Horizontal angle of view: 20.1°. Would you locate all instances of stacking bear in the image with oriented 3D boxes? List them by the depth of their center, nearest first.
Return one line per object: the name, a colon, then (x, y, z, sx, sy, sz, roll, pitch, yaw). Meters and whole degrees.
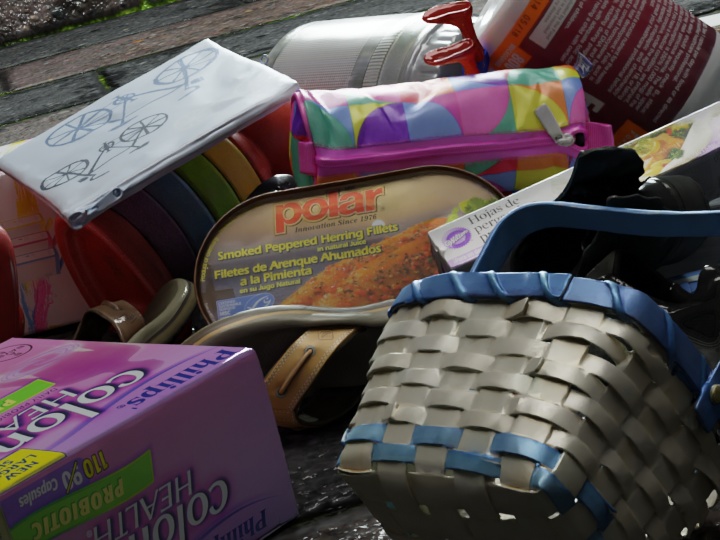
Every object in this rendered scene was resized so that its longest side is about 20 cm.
stacking bear: (-0.108, -0.055, 1.436, 0.200, 0.114, 0.121, -42, 27, -25)

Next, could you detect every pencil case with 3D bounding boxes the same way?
pencil case: (0.054, -0.084, 1.290, 0.199, 0.089, 0.088, -7, 15, -5)

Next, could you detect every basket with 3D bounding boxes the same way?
basket: (0.093, 0.047, 0.919, 0.176, 0.139, 0.200, 3, 53, 46)

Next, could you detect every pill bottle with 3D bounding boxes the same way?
pill bottle: (0.181, -0.141, 1.408, 0.114, 0.200, 0.114, -56, 6, 10)

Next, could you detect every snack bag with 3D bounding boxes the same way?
snack bag: (-0.143, -0.096, 1.391, 0.188, 0.021, 0.200, -31, 25, -14)

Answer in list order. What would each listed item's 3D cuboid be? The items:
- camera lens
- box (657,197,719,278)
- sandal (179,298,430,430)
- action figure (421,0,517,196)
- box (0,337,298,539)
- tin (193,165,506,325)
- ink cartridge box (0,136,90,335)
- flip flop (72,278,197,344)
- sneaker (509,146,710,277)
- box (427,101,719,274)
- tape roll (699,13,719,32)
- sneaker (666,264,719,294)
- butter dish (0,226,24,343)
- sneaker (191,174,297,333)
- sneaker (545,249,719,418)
camera lens: (0.027, -0.113, 1.533, 0.200, 0.160, 0.160, 2, 22, 44)
box: (0.212, -0.025, 1.253, 0.199, 0.060, 0.117, -11, 16, 13)
sandal: (-0.023, 0.061, 1.162, 0.199, 0.080, 0.054, -8, 48, -3)
action figure: (0.081, -0.093, 1.392, 0.052, 0.200, 0.066, -17, 46, 10)
box: (-0.169, 0.112, 1.037, 0.200, 0.097, 0.176, 2, 22, 42)
tin: (0.000, 0.000, 1.229, 0.199, 0.112, 0.042, -9, -20, 1)
ink cartridge box: (-0.250, -0.027, 1.538, 0.199, 0.126, 0.129, -14, 14, 5)
flip flop: (-0.156, 0.052, 1.258, 0.081, 0.058, 0.200, -56, -1, 30)
sneaker: (0.112, -0.004, 1.091, 0.104, 0.060, 0.200, -10, -23, -36)
box: (0.138, -0.039, 1.188, 0.200, 0.041, 0.039, -25, 43, -5)
tape roll: (0.297, -0.153, 1.609, 0.202, 0.071, 0.202, -13, 15, 4)
sneaker: (0.236, 0.014, 1.082, 0.200, 0.074, 0.082, -30, 20, -21)
butter dish: (-0.285, 0.033, 1.321, 0.199, 0.201, 0.148, 1, -2, 44)
sneaker: (-0.015, -0.017, 1.324, 0.199, 0.076, 0.114, -14, 44, 11)
sneaker: (0.121, 0.037, 1.027, 0.200, 0.091, 0.066, -9, -2, 37)
